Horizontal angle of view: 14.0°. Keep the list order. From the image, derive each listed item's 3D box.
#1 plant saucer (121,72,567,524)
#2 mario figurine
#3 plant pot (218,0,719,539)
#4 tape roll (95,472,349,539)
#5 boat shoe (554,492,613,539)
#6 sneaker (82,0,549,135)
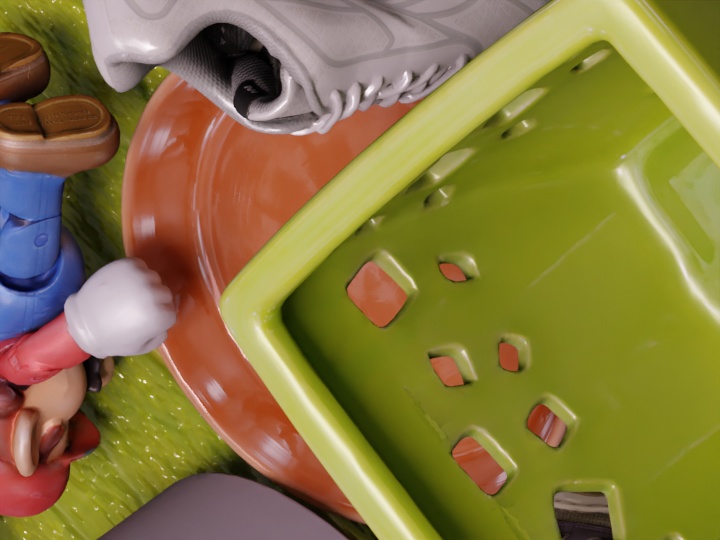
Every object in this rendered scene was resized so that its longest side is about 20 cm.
[{"bbox_3d":[0.000,0.000,1.076,0.200,0.032,0.200,16,122,28],"label":"plant saucer"},{"bbox_3d":[-0.123,0.007,1.137,0.106,0.123,0.200,7,125,-3],"label":"mario figurine"},{"bbox_3d":[0.114,0.006,0.894,0.199,0.181,0.200,53,132,2],"label":"plant pot"},{"bbox_3d":[-0.037,0.180,1.145,0.200,0.066,0.200,33,142,31],"label":"tape roll"},{"bbox_3d":[0.072,0.121,1.065,0.200,0.065,0.072,-12,107,40],"label":"boat shoe"},{"bbox_3d":[-0.008,-0.077,0.942,0.075,0.200,0.081,-38,50,46],"label":"sneaker"}]
